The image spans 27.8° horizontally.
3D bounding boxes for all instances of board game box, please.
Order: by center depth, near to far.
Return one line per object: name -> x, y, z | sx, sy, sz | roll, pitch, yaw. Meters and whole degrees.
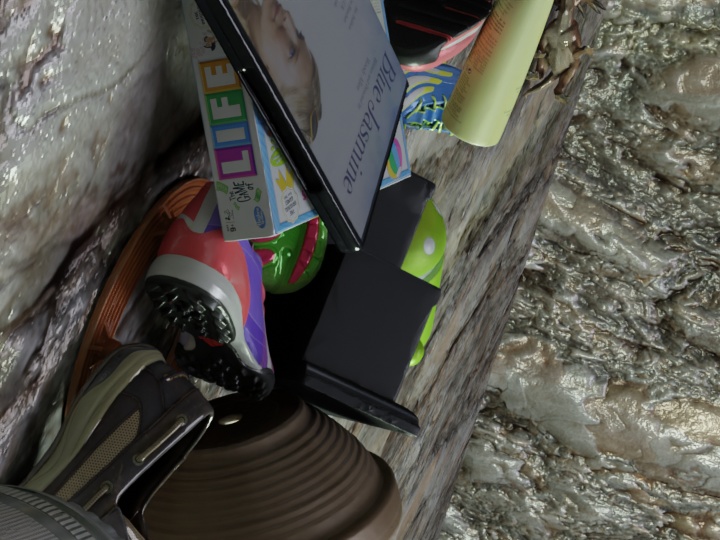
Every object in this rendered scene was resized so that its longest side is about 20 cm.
board game box -> -0.031, -0.104, 0.865 | 0.200, 0.034, 0.136 | -28, 110, -63

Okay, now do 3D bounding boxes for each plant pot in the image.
plant pot -> -0.076, 0.141, 0.976 | 0.201, 0.199, 0.094 | -47, 127, -62

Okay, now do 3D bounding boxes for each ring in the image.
ring -> -0.127, 0.040, 0.908 | 0.200, 0.019, 0.202 | 20, 90, -78

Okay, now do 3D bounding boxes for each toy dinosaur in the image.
toy dinosaur -> 0.298, -0.334, 2.123 | 0.201, 0.085, 0.136 | 105, 4, -51

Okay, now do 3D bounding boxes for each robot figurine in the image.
robot figurine -> 0.012, 0.003, 1.249 | 0.201, 0.114, 0.177 | 97, 1, -46

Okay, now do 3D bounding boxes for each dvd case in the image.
dvd case -> -0.026, -0.128, 0.818 | 0.201, 0.017, 0.144 | 60, 34, -42

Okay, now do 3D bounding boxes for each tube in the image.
tube -> 0.120, -0.189, 1.100 | 0.052, 0.058, 0.201 | -13, 135, -44

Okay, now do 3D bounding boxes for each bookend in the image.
bookend -> 0.000, 0.000, 1.035 | 0.198, 0.091, 0.202 | -3, -116, 68

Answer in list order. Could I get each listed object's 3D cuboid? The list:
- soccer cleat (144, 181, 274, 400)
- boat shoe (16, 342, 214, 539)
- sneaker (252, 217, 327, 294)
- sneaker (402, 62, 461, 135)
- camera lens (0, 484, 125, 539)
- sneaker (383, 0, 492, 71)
soccer cleat -> -0.081, 0.020, 0.888 | 0.200, 0.068, 0.074 | 78, 30, -65
boat shoe -> -0.150, 0.138, 0.796 | 0.201, 0.073, 0.075 | -60, 165, -5
sneaker -> -0.045, -0.084, 0.991 | 0.084, 0.076, 0.202 | -6, -116, 69
sneaker -> 0.062, -0.152, 1.246 | 0.200, 0.104, 0.076 | -42, 151, -68
camera lens -> -0.172, 0.167, 0.557 | 0.200, 0.159, 0.162 | 9, 101, -79
sneaker -> 0.064, -0.185, 1.095 | 0.201, 0.073, 0.087 | -56, 164, -49
